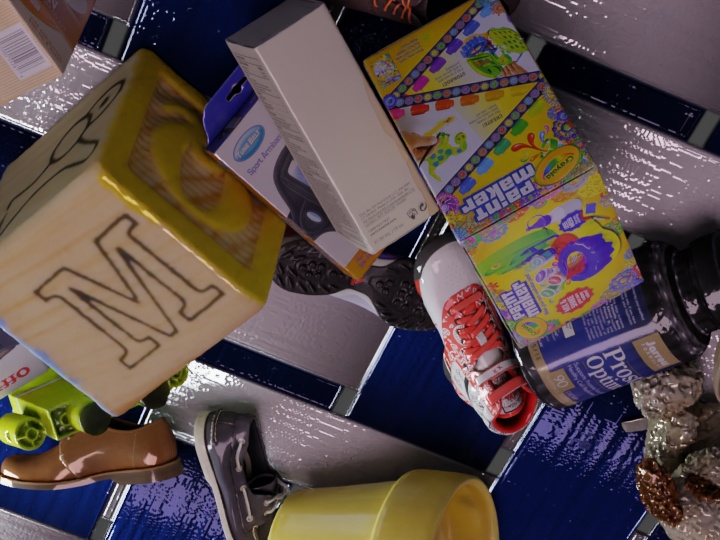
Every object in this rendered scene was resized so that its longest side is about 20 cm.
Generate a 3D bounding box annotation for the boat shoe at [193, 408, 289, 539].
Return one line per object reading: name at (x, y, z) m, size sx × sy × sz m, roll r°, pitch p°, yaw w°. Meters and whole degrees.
boat shoe at (-0.105, 0.223, 2.045) m, size 0.062 × 0.073 × 0.201 m, roll -9°, pitch 120°, yaw 19°

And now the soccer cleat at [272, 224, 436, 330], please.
soccer cleat at (0.000, 0.000, 1.872) m, size 0.199 × 0.073 × 0.069 m, roll 16°, pitch 111°, yaw -25°

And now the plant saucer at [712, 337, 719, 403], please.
plant saucer at (0.385, 0.044, 1.793) m, size 0.199 × 0.030 × 0.201 m, roll -26°, pitch 146°, yaw -18°

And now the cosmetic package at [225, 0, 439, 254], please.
cosmetic package at (-0.024, -0.121, 1.699) m, size 0.073 × 0.103 × 0.201 m, roll -32°, pitch 109°, yaw -10°

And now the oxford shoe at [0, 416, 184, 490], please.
oxford shoe at (-0.274, 0.180, 2.055) m, size 0.198 × 0.071 × 0.072 m, roll -9°, pitch 97°, yaw 16°

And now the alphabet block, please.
alphabet block at (-0.201, -0.033, 1.791) m, size 0.196 × 0.196 × 0.200 m, roll 40°, pitch 124°, yaw -23°

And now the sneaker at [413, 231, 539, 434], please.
sneaker at (0.111, 0.062, 1.846) m, size 0.067 × 0.108 × 0.202 m, roll -29°, pitch 137°, yaw -13°

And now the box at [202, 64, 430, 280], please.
box at (-0.040, -0.099, 1.771) m, size 0.200 × 0.041 × 0.119 m, roll 41°, pitch 85°, yaw -23°

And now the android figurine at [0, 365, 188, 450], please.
android figurine at (-0.256, 0.116, 1.925) m, size 0.200 × 0.181 × 0.041 m, roll 5°, pitch 116°, yaw 61°

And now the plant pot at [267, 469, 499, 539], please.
plant pot at (0.016, 0.290, 2.012) m, size 0.188 × 0.201 × 0.202 m, roll 5°, pitch 129°, yaw 24°

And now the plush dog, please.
plush dog at (0.319, 0.194, 1.890) m, size 0.199 × 0.172 × 0.161 m, roll 20°, pitch 128°, yaw -8°

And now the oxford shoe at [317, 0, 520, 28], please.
oxford shoe at (0.033, -0.235, 1.672) m, size 0.198 × 0.073 × 0.072 m, roll 1°, pitch 128°, yaw 9°

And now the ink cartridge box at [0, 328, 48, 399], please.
ink cartridge box at (-0.396, 0.049, 1.885) m, size 0.144 × 0.085 × 0.200 m, roll -30°, pitch 141°, yaw -3°

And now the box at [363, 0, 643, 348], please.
box at (0.116, -0.078, 1.646) m, size 0.121 × 0.193 × 0.200 m, roll -28°, pitch 149°, yaw 4°

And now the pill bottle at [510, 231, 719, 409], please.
pill bottle at (0.241, 0.040, 1.825) m, size 0.199 × 0.112 × 0.112 m, roll -23°, pitch 121°, yaw 24°

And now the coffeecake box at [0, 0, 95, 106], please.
coffeecake box at (-0.282, -0.253, 1.629) m, size 0.073 × 0.201 × 0.154 m, roll -22°, pitch 121°, yaw 24°
